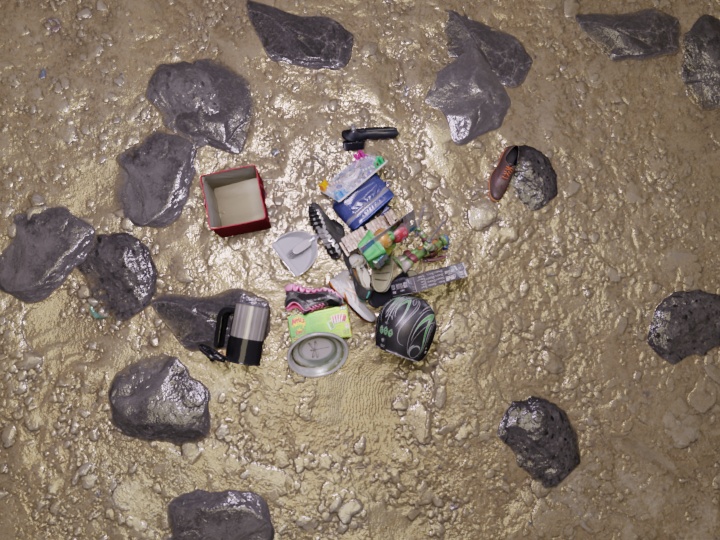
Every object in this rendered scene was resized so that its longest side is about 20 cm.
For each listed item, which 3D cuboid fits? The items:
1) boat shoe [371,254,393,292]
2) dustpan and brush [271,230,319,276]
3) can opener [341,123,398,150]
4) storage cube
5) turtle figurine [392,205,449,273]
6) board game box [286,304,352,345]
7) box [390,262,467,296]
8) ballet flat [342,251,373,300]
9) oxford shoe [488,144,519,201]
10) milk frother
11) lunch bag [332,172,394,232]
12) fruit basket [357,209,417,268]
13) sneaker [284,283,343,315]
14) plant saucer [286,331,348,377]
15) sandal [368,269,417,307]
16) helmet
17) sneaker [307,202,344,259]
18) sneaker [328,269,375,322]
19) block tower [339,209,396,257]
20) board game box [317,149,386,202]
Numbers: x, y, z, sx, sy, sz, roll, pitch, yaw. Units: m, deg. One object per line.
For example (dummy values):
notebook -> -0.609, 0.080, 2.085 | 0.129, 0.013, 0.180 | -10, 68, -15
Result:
boat shoe -> 0.077, -0.020, 1.694 | 0.074, 0.068, 0.203 | 0, 70, 14
dustpan and brush -> -0.175, -0.090, 1.709 | 0.200, 0.057, 0.140 | -39, 91, -36
can opener -> 0.031, -0.463, 1.763 | 0.197, 0.079, 0.064 | -12, 47, -7
storage cube -> -0.388, -0.213, 1.650 | 0.197, 0.180, 0.174 | -12, 86, -5
turtle figurine -> 0.187, -0.096, 1.695 | 0.193, 0.201, 0.144 | -35, 54, -2
board game box -> -0.133, 0.182, 1.696 | 0.197, 0.048, 0.103 | -11, 86, -5
box -> 0.214, 0.029, 1.645 | 0.198, 0.157, 0.051 | -15, 89, -26
ballet flat -> 0.000, 0.000, 1.675 | 0.067, 0.069, 0.202 | -3, 57, -31
oxford shoe -> 0.487, -0.333, 1.764 | 0.070, 0.073, 0.203 | 18, 85, -2
milk frother -> -0.387, 0.190, 1.607 | 0.178, 0.200, 0.191 | 9, 84, 1
lunch bag -> 0.020, -0.221, 1.695 | 0.199, 0.136, 0.133 | -40, 91, -4
fruit basket -> 0.092, -0.092, 1.579 | 0.198, 0.185, 0.094 | -31, 74, 0
sneaker -> -0.155, 0.105, 1.671 | 0.197, 0.079, 0.097 | 6, 58, 8
plant saucer -> -0.137, 0.256, 1.655 | 0.197, 0.051, 0.202 | -6, 129, -8
sandal -> 0.116, 0.064, 1.706 | 0.199, 0.043, 0.077 | -31, 90, -22
helmet -> 0.145, 0.173, 1.640 | 0.197, 0.200, 0.193 | 20, 86, -1
sneaker -> -0.102, -0.141, 1.700 | 0.090, 0.066, 0.202 | -41, 113, -35
sneaker -> -0.010, 0.081, 1.702 | 0.092, 0.076, 0.200 | -43, 90, -10
block tower -> 0.028, -0.119, 1.664 | 0.198, 0.058, 0.054 | -32, 80, -4
board game box -> -0.033, -0.311, 1.675 | 0.199, 0.200, 0.026 | -41, 118, -5
